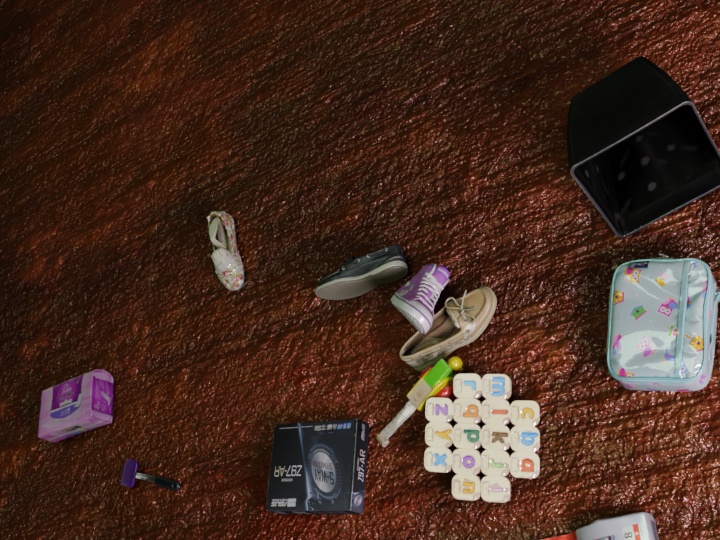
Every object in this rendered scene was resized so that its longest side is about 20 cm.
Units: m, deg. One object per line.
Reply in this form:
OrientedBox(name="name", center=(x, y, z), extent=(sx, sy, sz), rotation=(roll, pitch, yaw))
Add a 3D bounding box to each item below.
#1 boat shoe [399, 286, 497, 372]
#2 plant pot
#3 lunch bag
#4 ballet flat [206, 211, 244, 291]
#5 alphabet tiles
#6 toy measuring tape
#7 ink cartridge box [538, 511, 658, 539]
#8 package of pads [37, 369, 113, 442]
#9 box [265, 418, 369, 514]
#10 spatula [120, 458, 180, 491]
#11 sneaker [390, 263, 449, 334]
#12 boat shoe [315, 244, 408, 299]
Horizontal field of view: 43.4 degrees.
OrientedBox(name="boat shoe", center=(0.155, 0.101, 1.585), extent=(0.200, 0.062, 0.074), rotation=(-45, 50, 12))
OrientedBox(name="plant pot", center=(0.436, -0.211, 1.433), extent=(0.197, 0.199, 0.180), rotation=(-30, 44, 23))
OrientedBox(name="lunch bag", center=(0.456, 0.076, 1.358), extent=(0.158, 0.077, 0.204), rotation=(-3, 69, 36))
OrientedBox(name="ballet flat", center=(-0.306, -0.047, 1.998), extent=(0.075, 0.064, 0.203), rotation=(-31, 55, 21))
OrientedBox(name="alphabet tiles", center=(0.197, 0.271, 1.476), extent=(0.191, 0.015, 0.205), rotation=(-2, 79, 22))
OrientedBox(name="toy measuring tape", center=(0.111, 0.230, 1.559), extent=(0.201, 0.073, 0.074), rotation=(-50, 50, 7))
OrientedBox(name="ink cartridge box", center=(0.340, 0.449, 1.303), extent=(0.197, 0.050, 0.165), rotation=(-20, 60, 26))
OrientedBox(name="package of pads", center=(-0.663, 0.315, 2.103), extent=(0.197, 0.075, 0.123), rotation=(-22, 60, 28))
OrientedBox(name="box", center=(-0.079, 0.362, 1.661), extent=(0.197, 0.043, 0.164), rotation=(-9, 65, 34))
OrientedBox(name="spatula", center=(-0.447, 0.441, 1.920), extent=(0.197, 0.020, 0.058), rotation=(2, 78, 36))
OrientedBox(name="sneaker", center=(0.113, 0.038, 1.587), extent=(0.114, 0.073, 0.201), rotation=(-44, 12, 3))
OrientedBox(name="boat shoe", center=(-0.001, -0.001, 1.741), extent=(0.196, 0.074, 0.067), rotation=(-22, 56, 27))
